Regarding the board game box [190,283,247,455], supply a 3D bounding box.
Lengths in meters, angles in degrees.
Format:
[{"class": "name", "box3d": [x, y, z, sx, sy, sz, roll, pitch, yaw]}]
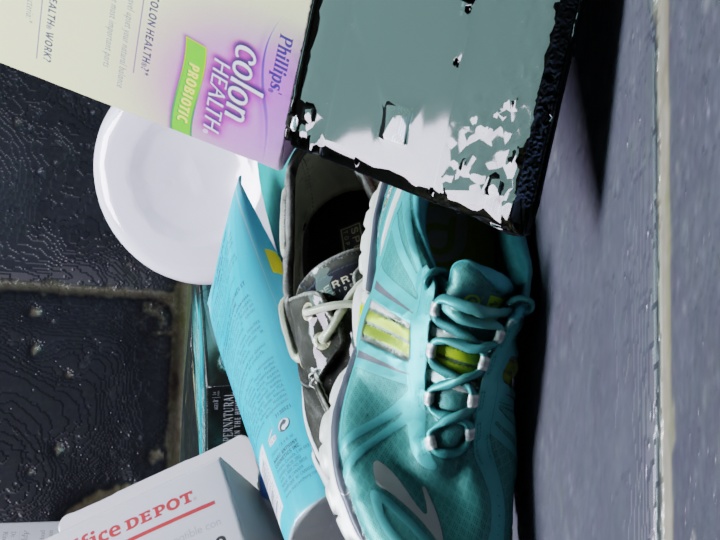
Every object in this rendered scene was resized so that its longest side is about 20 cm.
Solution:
[{"class": "board game box", "box3d": [-0.080, 0.058, 1.492, 0.200, 0.028, 0.135, 96, 169, -56]}]

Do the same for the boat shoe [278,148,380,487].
[{"class": "boat shoe", "box3d": [-0.003, 0.023, 1.091, 0.200, 0.071, 0.064, -105, -12, -47]}]

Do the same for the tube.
[{"class": "tube", "box3d": [-0.036, 0.048, 1.169, 0.200, 0.050, 0.077, -116, 38, -46]}]

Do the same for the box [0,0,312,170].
[{"class": "box", "box3d": [-0.095, -0.166, 1.122, 0.176, 0.200, 0.097, 104, -169, -47]}]

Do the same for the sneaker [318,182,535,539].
[{"class": "sneaker", "box3d": [0.030, 0.030, 1.003, 0.080, 0.077, 0.200, 128, 146, -62]}]

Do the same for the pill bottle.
[{"class": "pill bottle", "box3d": [-0.052, -0.066, 1.364, 0.200, 0.113, 0.113, -36, -47, -70]}]

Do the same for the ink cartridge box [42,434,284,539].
[{"class": "ink cartridge box", "box3d": [-0.087, 0.169, 1.223, 0.068, 0.115, 0.200, 49, -161, -56]}]

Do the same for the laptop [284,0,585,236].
[{"class": "laptop", "box3d": [0.042, -0.123, 0.981, 0.200, 0.103, 0.177, 23, 106, 44]}]

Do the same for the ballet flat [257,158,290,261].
[{"class": "ballet flat", "box3d": [0.000, 0.000, 1.218, 0.067, 0.070, 0.200, -38, 58, 55]}]

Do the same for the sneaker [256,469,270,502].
[{"class": "sneaker", "box3d": [-0.006, 0.027, 1.267, 0.076, 0.077, 0.200, 104, 170, -63]}]

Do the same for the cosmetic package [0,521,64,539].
[{"class": "cosmetic package", "box3d": [-0.088, 0.188, 1.321, 0.081, 0.200, 0.113, 90, -179, -52]}]
